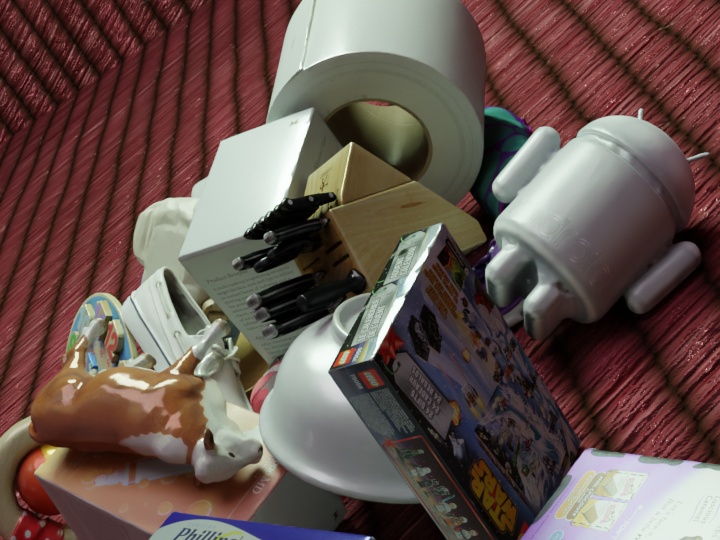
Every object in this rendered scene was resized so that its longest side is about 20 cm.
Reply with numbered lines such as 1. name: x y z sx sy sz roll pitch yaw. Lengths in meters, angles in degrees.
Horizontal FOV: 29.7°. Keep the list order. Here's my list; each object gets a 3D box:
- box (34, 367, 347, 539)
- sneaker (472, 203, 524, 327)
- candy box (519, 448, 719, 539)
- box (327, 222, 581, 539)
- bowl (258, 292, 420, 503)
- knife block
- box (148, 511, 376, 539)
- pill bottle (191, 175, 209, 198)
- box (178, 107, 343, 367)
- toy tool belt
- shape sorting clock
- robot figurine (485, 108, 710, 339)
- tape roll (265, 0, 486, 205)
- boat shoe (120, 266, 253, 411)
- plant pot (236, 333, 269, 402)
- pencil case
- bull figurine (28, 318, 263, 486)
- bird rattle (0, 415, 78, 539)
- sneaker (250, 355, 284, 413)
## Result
1. box: -0.131 0.172 1.049 0.198 0.098 0.125 17 53 35
2. sneaker: 0.132 -0.020 1.157 0.199 0.084 0.081 -38 22 -4
3. candy box: 0.164 0.187 0.729 0.168 0.072 0.199 -47 25 -26
4. box: 0.068 0.090 0.882 0.040 0.201 0.137 -17 28 35
5. bowl: 0.024 0.076 0.989 0.198 0.092 0.202 2 25 -1
6. knife block: 0.000 0.000 1.064 0.064 0.199 0.177 -33 37 44
7. box: -0.025 0.238 0.726 0.183 0.201 0.105 -6 37 49
8. pill bottle: -0.092 -0.105 1.592 0.198 0.114 0.114 -27 24 19
9. box: -0.047 -0.011 1.199 0.105 0.201 0.154 -16 39 29
10. toy tool belt: -0.158 0.029 1.363 0.124 0.122 0.203 9 91 36
11. shape sorting clock: -0.257 0.123 1.326 0.199 0.039 0.203 -11 76 55
12. robot figurine: 0.184 -0.040 1.068 0.200 0.169 0.113 -46 -16 -10
13. tape roll: 0.017 -0.155 1.259 0.201 0.203 0.140 -23 36 25
14. boat shoe: -0.143 0.080 1.244 0.066 0.072 0.201 -48 59 15
15. plant pot: -0.099 0.076 1.367 0.198 0.028 0.201 -30 24 15
16. pencil case: 0.146 -0.094 1.278 0.092 0.086 0.200 -31 22 1
17. bull figurine: -0.156 0.097 1.017 0.197 0.066 0.122 4 43 23
18. bird rattle: -0.262 0.205 1.194 0.198 0.165 0.113 -25 5 0
19. sneaker: -0.045 0.127 1.135 0.199 0.074 0.087 -3 42 54
